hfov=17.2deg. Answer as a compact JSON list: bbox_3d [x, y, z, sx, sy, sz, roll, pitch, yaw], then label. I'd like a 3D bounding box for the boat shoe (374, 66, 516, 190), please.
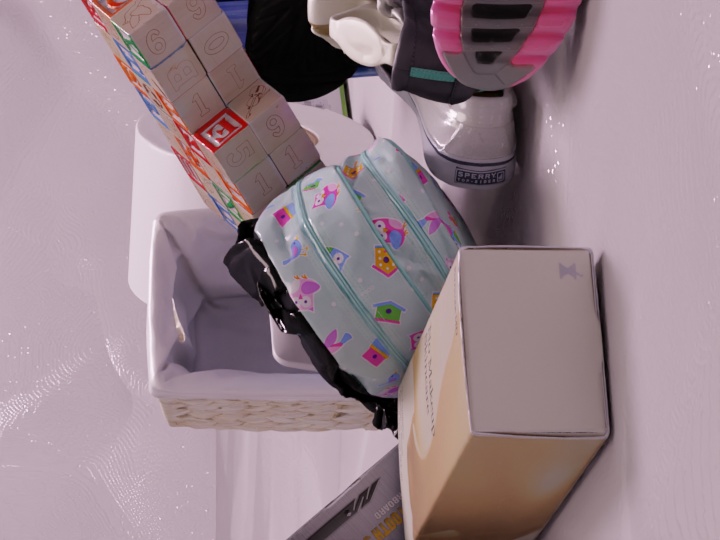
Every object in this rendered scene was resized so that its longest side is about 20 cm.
[{"bbox_3d":[0.052,-0.134,1.414,0.202,0.074,0.086,-104,17,-56],"label":"boat shoe"}]

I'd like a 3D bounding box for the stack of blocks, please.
[{"bbox_3d":[-0.091,-0.104,1.496,0.115,0.059,0.200,40,165,49],"label":"stack of blocks"}]

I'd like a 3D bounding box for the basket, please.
[{"bbox_3d":[-0.049,0.040,1.683,0.123,0.199,0.136,94,175,-68],"label":"basket"}]

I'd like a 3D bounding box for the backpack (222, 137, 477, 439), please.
[{"bbox_3d":[0.005,0.000,1.381,0.167,0.126,0.200,50,-177,10],"label":"backpack"}]

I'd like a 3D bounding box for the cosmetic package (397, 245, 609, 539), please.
[{"bbox_3d":[0.070,0.072,1.235,0.200,0.071,0.106,108,161,-64],"label":"cosmetic package"}]

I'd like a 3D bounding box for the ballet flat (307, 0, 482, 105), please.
[{"bbox_3d":[0.009,-0.148,1.352,0.200,0.073,0.073,-129,40,-57],"label":"ballet flat"}]

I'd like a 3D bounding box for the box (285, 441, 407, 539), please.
[{"bbox_3d":[-0.007,0.166,1.382,0.048,0.200,0.159,48,159,10],"label":"box"}]

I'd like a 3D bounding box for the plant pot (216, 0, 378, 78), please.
[{"bbox_3d":[-0.055,-0.243,1.768,0.180,0.199,0.201,68,-160,-71],"label":"plant pot"}]

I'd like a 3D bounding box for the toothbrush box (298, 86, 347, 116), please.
[{"bbox_3d":[-0.064,-0.089,2.210,0.146,0.086,0.201,-98,13,-49],"label":"toothbrush box"}]

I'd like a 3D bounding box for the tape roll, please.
[{"bbox_3d":[-0.091,-0.050,1.980,0.203,0.201,0.140,-109,23,-69],"label":"tape roll"}]

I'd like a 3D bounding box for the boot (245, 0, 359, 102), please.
[{"bbox_3d":[-0.037,-0.230,1.511,0.158,0.079,0.212,-105,19,-45],"label":"boot"}]

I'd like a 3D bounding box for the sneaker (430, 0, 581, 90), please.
[{"bbox_3d":[0.084,-0.195,1.242,0.095,0.079,0.201,-78,-1,-69],"label":"sneaker"}]

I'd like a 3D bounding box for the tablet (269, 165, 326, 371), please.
[{"bbox_3d":[0.000,0.000,1.556,0.201,0.129,0.014,-97,22,-49],"label":"tablet"}]
